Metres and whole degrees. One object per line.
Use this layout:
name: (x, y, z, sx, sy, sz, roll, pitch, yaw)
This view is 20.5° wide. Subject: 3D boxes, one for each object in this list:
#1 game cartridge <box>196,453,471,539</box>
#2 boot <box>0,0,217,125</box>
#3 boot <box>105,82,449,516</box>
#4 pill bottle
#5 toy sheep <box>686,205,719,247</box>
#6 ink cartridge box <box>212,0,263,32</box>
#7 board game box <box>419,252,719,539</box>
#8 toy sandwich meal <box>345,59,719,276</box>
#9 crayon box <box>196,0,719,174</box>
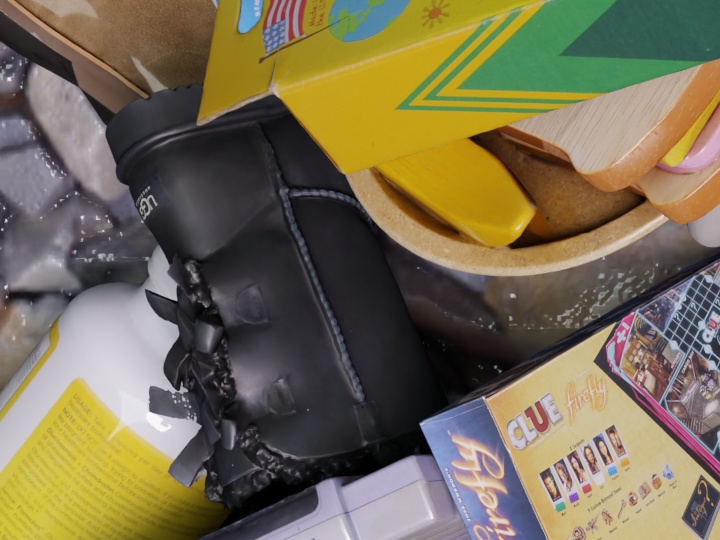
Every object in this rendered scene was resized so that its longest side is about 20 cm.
game cartridge: (-0.034, 0.118, 0.774, 0.199, 0.129, 0.039, -27, 71, 21)
boot: (-0.130, -0.128, 0.880, 0.199, 0.074, 0.076, 37, 84, 5)
boot: (0.001, 0.000, 0.790, 0.197, 0.073, 0.164, -14, 75, -27)
pill bottle: (-0.105, 0.078, 0.862, 0.112, 0.112, 0.200, 42, 105, 7)
toy sheep: (0.154, -0.073, 0.770, 0.198, 0.138, 0.139, 23, 101, 14)
ink cartridge box: (-0.040, -0.189, 0.826, 0.116, 0.067, 0.201, -31, 87, -1)
board game box: (0.118, 0.082, 0.760, 0.034, 0.199, 0.137, -25, 89, 41)
toy sandwich meal: (0.065, -0.088, 0.708, 0.203, 0.070, 0.207, -14, 61, 26)
crayon box: (0.045, -0.111, 0.659, 0.198, 0.051, 0.128, -15, 49, 28)
